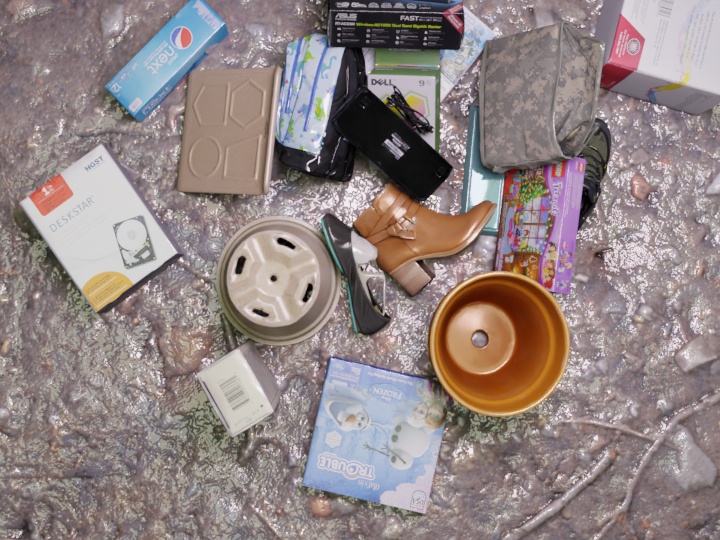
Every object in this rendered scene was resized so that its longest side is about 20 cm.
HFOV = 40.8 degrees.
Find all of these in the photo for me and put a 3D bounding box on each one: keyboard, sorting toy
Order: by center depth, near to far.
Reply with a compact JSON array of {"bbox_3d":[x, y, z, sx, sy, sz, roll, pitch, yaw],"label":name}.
[{"bbox_3d":[0.056,-0.196,1.411,0.104,0.040,0.199,-42,119,17],"label":"keyboard"},{"bbox_3d":[-0.195,-0.208,1.452,0.198,0.036,0.188,5,88,36],"label":"sorting toy"}]

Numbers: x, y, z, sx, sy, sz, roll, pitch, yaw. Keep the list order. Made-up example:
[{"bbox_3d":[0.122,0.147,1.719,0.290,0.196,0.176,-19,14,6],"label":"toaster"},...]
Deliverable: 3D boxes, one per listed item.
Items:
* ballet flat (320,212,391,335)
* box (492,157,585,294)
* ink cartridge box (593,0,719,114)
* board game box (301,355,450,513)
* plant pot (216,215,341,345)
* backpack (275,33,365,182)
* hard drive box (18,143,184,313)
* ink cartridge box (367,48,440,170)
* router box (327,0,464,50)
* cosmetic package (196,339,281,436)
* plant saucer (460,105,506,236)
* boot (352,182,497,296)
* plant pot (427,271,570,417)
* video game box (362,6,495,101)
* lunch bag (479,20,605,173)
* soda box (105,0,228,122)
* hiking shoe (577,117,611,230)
[{"bbox_3d":[0.000,0.000,1.474,0.067,0.068,0.203,-15,108,9],"label":"ballet flat"},{"bbox_3d":[0.267,-0.070,1.465,0.039,0.136,0.203,9,88,-35],"label":"box"},{"bbox_3d":[0.467,-0.342,1.473,0.197,0.145,0.148,16,88,-2],"label":"ink cartridge box"},{"bbox_3d":[0.026,0.253,1.493,0.197,0.043,0.202,12,90,-2],"label":"board game box"},{"bbox_3d":[-0.125,0.014,1.423,0.197,0.183,0.204,0,89,-2],"label":"plant pot"},{"bbox_3d":[-0.056,-0.250,1.442,0.152,0.163,0.202,26,102,20],"label":"backpack"},{"bbox_3d":[-0.390,-0.061,1.467,0.155,0.077,0.201,-36,90,-3],"label":"hard drive box"},{"bbox_3d":[0.066,-0.252,1.449,0.102,0.059,0.203,5,114,12],"label":"ink cartridge box"},{"bbox_3d":[0.050,-0.391,1.413,0.197,0.063,0.151,1,45,-3],"label":"router box"},{"bbox_3d":[-0.173,0.167,1.409,0.070,0.200,0.106,-30,89,-2],"label":"cosmetic package"},{"bbox_3d":[0.198,-0.158,1.522,0.069,0.019,0.203,5,88,-2],"label":"plant saucer"},{"bbox_3d":[0.097,-0.079,1.482,0.200,0.074,0.155,-41,85,4],"label":"boot"},{"bbox_3d":[0.192,0.105,1.433,0.197,0.183,0.204,0,88,-2],"label":"plant pot"},{"bbox_3d":[0.079,-0.359,1.507,0.199,0.047,0.183,40,90,-1],"label":"video game box"},{"bbox_3d":[0.263,-0.246,1.437,0.116,0.163,0.203,14,81,-37],"label":"lunch bag"},{"bbox_3d":[-0.294,-0.323,1.480,0.064,0.068,0.200,45,87,-1],"label":"soda box"},{"bbox_3d":[0.347,-0.138,1.484,0.075,0.101,0.203,18,90,-9],"label":"hiking shoe"}]
